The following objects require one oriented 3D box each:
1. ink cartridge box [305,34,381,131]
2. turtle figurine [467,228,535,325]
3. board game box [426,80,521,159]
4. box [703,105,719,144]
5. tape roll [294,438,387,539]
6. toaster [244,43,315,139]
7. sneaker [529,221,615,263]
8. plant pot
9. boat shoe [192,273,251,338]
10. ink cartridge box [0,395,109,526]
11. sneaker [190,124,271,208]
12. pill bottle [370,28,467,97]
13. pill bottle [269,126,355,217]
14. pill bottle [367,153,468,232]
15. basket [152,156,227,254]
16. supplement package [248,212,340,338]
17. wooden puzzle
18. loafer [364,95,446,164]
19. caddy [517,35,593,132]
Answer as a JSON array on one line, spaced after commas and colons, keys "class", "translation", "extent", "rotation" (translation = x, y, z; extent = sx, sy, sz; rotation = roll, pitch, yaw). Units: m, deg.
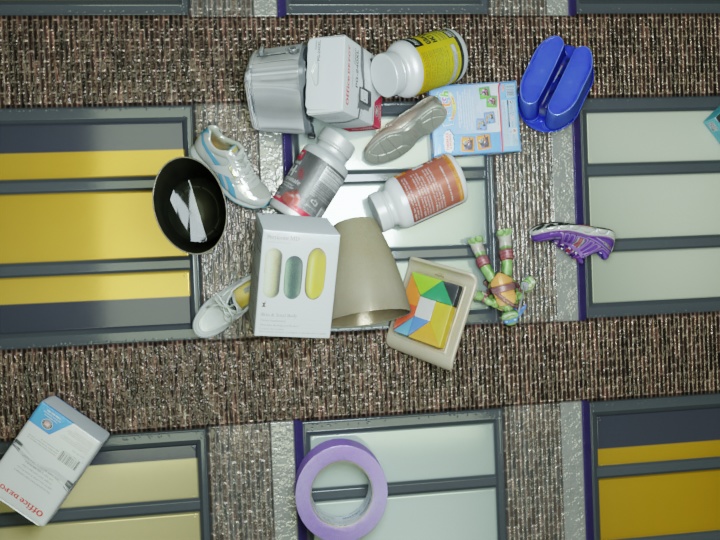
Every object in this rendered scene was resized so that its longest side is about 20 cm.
[{"class": "ink cartridge box", "translation": [-0.029, -0.372, 1.484], "extent": [0.082, 0.199, 0.149], "rotation": [2, 91, 23]}, {"class": "turtle figurine", "translation": [0.287, 0.015, 1.547], "extent": [0.197, 0.143, 0.199], "rotation": [-1, 73, -40]}, {"class": "board game box", "translation": [0.247, -0.328, 1.604], "extent": [0.195, 0.037, 0.155], "rotation": [-5, 91, -7]}, {"class": "box", "translation": [0.884, -0.377, 1.672], "extent": [0.199, 0.049, 0.083], "rotation": [-42, 95, -5]}, {"class": "tape roll", "translation": [-0.042, 0.467, 1.565], "extent": [0.195, 0.066, 0.206], "rotation": [0, 90, -7]}, {"class": "toaster", "translation": [-0.160, -0.360, 1.495], "extent": [0.126, 0.115, 0.203], "rotation": [1, 135, 5]}, {"class": "sneaker", "translation": [0.467, -0.061, 1.615], "extent": [0.195, 0.081, 0.086], "rotation": [7, 96, -7]}, {"class": "plant pot", "translation": [0.000, 0.000, 1.520], "extent": [0.183, 0.188, 0.205], "rotation": [-7, 78, -6]}, {"class": "boat shoe", "translation": [-0.265, 0.071, 1.522], "extent": [0.200, 0.086, 0.075], "rotation": [-34, 94, -5]}, {"class": "ink cartridge box", "translation": [-0.630, 0.381, 1.483], "extent": [0.145, 0.086, 0.202], "rotation": [35, 88, -5]}, {"class": "sneaker", "translation": [-0.259, -0.209, 1.512], "extent": [0.199, 0.077, 0.081], "rotation": [41, 130, -7]}, {"class": "pill bottle", "translation": [0.120, -0.424, 1.514], "extent": [0.198, 0.112, 0.115], "rotation": [-26, 94, -33]}, {"class": "pill bottle", "translation": [-0.095, -0.191, 1.528], "extent": [0.110, 0.111, 0.202], "rotation": [32, 87, -6]}, {"class": "pill bottle", "translation": [0.119, -0.160, 1.553], "extent": [0.196, 0.112, 0.114], "rotation": [-24, 93, -6]}, {"class": "basket", "translation": [-0.325, -0.120, 1.456], "extent": [0.133, 0.200, 0.184], "rotation": [-17, 92, -5]}, {"class": "supplement package", "translation": [-0.132, 0.007, 1.423], "extent": [0.148, 0.151, 0.205], "rotation": [3, 105, -14]}, {"class": "wooden puzzle", "translation": [0.142, 0.085, 1.537], "extent": [0.037, 0.183, 0.205], "rotation": [14, 92, -48]}, {"class": "loafer", "translation": [0.092, -0.301, 1.571], "extent": [0.198, 0.064, 0.072], "rotation": [-31, 134, 13]}, {"class": "caddy", "translation": [0.422, -0.403, 1.593], "extent": [0.139, 0.105, 0.203], "rotation": [27, 88, 18]}]
